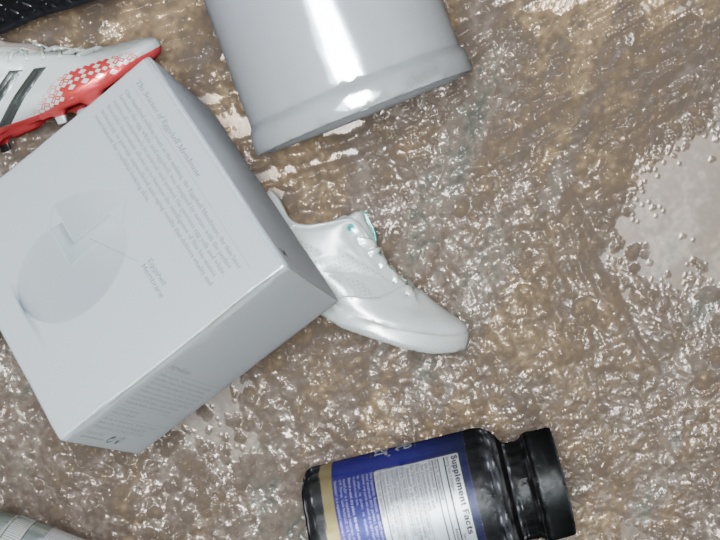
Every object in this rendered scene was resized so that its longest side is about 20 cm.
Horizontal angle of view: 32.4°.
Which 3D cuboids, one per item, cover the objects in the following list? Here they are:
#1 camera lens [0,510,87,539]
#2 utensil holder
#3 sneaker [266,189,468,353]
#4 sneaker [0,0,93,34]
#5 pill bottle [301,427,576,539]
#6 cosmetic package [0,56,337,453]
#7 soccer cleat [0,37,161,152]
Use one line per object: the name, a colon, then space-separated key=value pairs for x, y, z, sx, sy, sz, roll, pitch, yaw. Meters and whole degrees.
camera lens: x=-0.250 y=0.287 z=0.972 sx=0.199 sy=0.160 sz=0.161 roll=21 pitch=98 yaw=-1
utensil holder: x=-0.032 y=-0.206 z=0.894 sx=0.169 sy=0.170 sz=0.201 roll=-21 pitch=94 yaw=5
sneaker: x=0.000 y=0.000 z=0.969 sx=0.199 sy=0.075 sz=0.089 roll=22 pitch=93 yaw=1
sneaker: x=-0.251 y=-0.236 z=0.953 sx=0.199 sy=0.083 sz=0.072 roll=-1 pitch=134 yaw=21
pill bottle: x=0.062 y=0.188 z=0.971 sx=0.199 sy=0.112 sz=0.113 roll=-14 pitch=97 yaw=4
cosmetic package: x=-0.160 y=-0.007 z=0.914 sx=0.200 sy=0.123 sz=0.200 roll=-37 pitch=69 yaw=8
soccer cleat: x=-0.252 y=-0.150 z=0.959 sx=0.199 sy=0.069 sz=0.086 roll=-22 pitch=100 yaw=10
